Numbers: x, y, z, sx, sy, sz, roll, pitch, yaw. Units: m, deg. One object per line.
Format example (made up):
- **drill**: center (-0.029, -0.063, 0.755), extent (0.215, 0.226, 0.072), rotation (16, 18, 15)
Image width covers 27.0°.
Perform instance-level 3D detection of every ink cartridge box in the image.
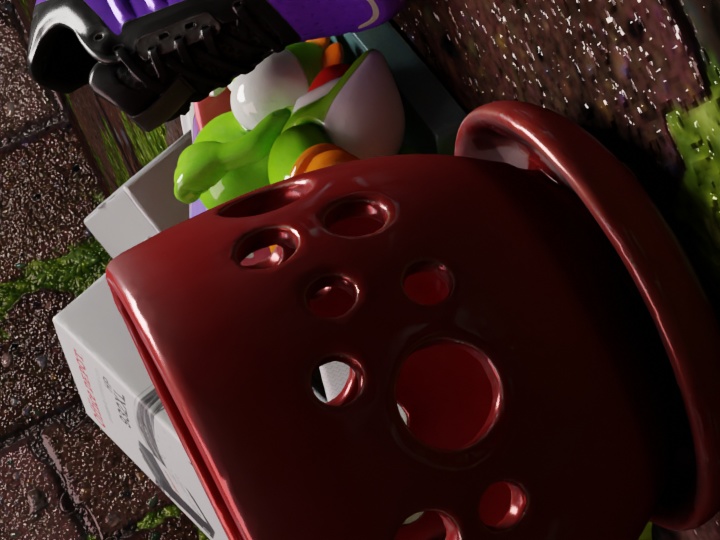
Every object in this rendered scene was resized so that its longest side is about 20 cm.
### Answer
- **ink cartridge box**: center (-0.087, 0.098, 0.925), extent (0.200, 0.084, 0.145), rotation (41, 158, 19)

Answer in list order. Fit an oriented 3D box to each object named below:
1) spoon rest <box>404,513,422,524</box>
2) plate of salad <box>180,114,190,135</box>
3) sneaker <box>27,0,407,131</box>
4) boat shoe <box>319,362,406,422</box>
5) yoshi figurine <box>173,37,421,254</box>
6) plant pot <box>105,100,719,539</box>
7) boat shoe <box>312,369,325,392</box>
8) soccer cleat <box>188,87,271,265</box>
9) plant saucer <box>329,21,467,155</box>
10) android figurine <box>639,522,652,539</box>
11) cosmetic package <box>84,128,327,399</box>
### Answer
- **spoon rest**: center (0.083, 0.189, 0.866), extent (0.200, 0.099, 0.061), rotation (45, -175, 28)
- **plate of salad**: center (-0.075, -0.075, 1.068), extent (0.200, 0.048, 0.201), rotation (50, 155, 33)
- **sneaker**: center (-0.070, -0.106, 0.677), extent (0.199, 0.100, 0.070), rotation (4, 152, 32)
- **boat shoe**: center (0.000, 0.000, 0.839), extent (0.071, 0.072, 0.202), rotation (-33, -62, -68)
- **yoshi figurine**: center (-0.029, -0.043, 0.724), extent (0.113, 0.112, 0.200), rotation (63, 174, -32)
- **plant pot**: center (0.026, 0.049, 0.562), extent (0.201, 0.182, 0.201), rotation (59, 166, 23)
- **boat shoe**: center (-0.022, -0.020, 0.940), extent (0.076, 0.071, 0.201), rotation (-113, 12, -68)
- **soccer cleat**: center (-0.075, -0.073, 0.847), extent (0.076, 0.066, 0.201), rotation (19, 119, 51)
- **plant saucer**: center (0.001, -0.107, 0.748), extent (0.200, 0.019, 0.070), rotation (54, 165, 37)
- **android figurine**: center (0.083, 0.082, 0.738), extent (0.200, 0.041, 0.183), rotation (45, 157, 63)
- **cosmetic package**: center (-0.084, 0.008, 1.009), extent (0.201, 0.090, 0.107), rotation (55, 153, -9)
